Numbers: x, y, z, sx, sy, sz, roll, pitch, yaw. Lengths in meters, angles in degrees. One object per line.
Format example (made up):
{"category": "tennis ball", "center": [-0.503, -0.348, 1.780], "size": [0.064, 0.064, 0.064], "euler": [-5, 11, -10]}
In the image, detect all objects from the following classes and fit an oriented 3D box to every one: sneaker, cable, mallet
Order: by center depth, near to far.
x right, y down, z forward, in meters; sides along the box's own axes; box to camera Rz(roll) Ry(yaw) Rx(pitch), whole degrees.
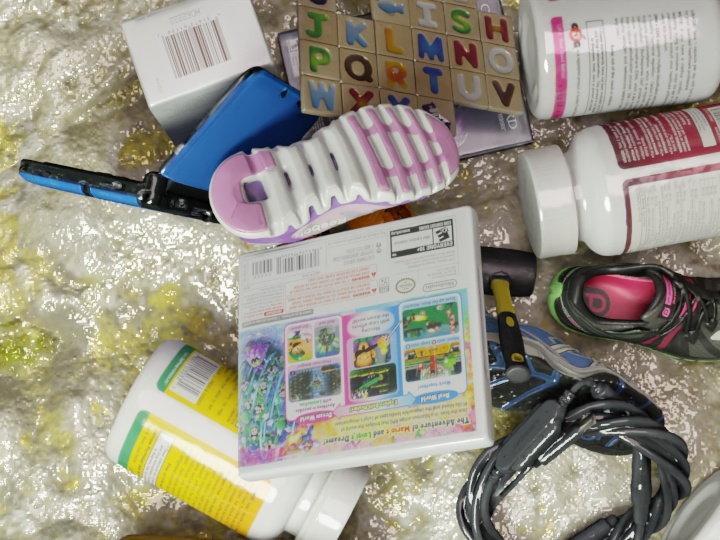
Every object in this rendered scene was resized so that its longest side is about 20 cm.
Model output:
{"category": "sneaker", "center": [-0.021, -0.067, 1.044], "size": [0.199, 0.089, 0.081], "euler": [-16, 74, -11]}
{"category": "mallet", "center": [0.126, 0.035, 1.072], "size": [0.065, 0.200, 0.041], "euler": [2, 116, -8]}
{"category": "cable", "center": [0.173, 0.186, 1.101], "size": [0.163, 0.051, 0.200], "euler": [30, 110, -20]}
{"category": "sneaker", "center": [0.169, 0.088, 1.115], "size": [0.199, 0.077, 0.076], "euler": [28, 117, -17]}
{"category": "sneaker", "center": [0.257, 0.034, 1.117], "size": [0.198, 0.084, 0.077], "euler": [3, 85, 0]}

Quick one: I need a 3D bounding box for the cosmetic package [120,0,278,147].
{"category": "cosmetic package", "center": [-0.120, -0.157, 1.075], "size": [0.101, 0.200, 0.072], "euler": [-20, 84, -3]}

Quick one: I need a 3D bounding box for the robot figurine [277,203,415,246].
{"category": "robot figurine", "center": [0.000, 0.000, 1.081], "size": [0.144, 0.058, 0.201], "euler": [-31, 55, 11]}

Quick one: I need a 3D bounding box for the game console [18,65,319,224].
{"category": "game console", "center": [-0.143, -0.103, 1.053], "size": [0.169, 0.200, 0.119], "euler": [12, 90, 13]}

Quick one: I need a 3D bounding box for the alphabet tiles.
{"category": "alphabet tiles", "center": [0.042, -0.186, 1.107], "size": [0.199, 0.008, 0.168], "euler": [7, 62, -21]}

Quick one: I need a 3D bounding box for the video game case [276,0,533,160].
{"category": "video game case", "center": [0.039, -0.158, 1.168], "size": [0.198, 0.019, 0.144], "euler": [-13, 85, -3]}

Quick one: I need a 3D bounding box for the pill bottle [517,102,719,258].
{"category": "pill bottle", "center": [0.237, -0.073, 1.115], "size": [0.198, 0.110, 0.110], "euler": [-10, 84, -1]}

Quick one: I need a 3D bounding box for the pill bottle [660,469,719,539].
{"category": "pill bottle", "center": [0.347, 0.261, 1.082], "size": [0.200, 0.111, 0.111], "euler": [39, 85, 3]}

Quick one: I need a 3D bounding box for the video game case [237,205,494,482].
{"category": "video game case", "center": [-0.001, 0.056, 1.004], "size": [0.199, 0.024, 0.183], "euler": [-11, 66, 21]}

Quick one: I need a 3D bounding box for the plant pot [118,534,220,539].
{"category": "plant pot", "center": [-0.115, 0.290, 1.055], "size": [0.199, 0.186, 0.188], "euler": [19, 84, 15]}

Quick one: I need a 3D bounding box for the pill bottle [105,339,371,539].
{"category": "pill bottle", "center": [-0.096, 0.150, 1.089], "size": [0.199, 0.113, 0.113], "euler": [28, 85, 2]}

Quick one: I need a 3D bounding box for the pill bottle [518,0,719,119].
{"category": "pill bottle", "center": [0.239, -0.193, 1.125], "size": [0.198, 0.113, 0.114], "euler": [-6, 84, -1]}
